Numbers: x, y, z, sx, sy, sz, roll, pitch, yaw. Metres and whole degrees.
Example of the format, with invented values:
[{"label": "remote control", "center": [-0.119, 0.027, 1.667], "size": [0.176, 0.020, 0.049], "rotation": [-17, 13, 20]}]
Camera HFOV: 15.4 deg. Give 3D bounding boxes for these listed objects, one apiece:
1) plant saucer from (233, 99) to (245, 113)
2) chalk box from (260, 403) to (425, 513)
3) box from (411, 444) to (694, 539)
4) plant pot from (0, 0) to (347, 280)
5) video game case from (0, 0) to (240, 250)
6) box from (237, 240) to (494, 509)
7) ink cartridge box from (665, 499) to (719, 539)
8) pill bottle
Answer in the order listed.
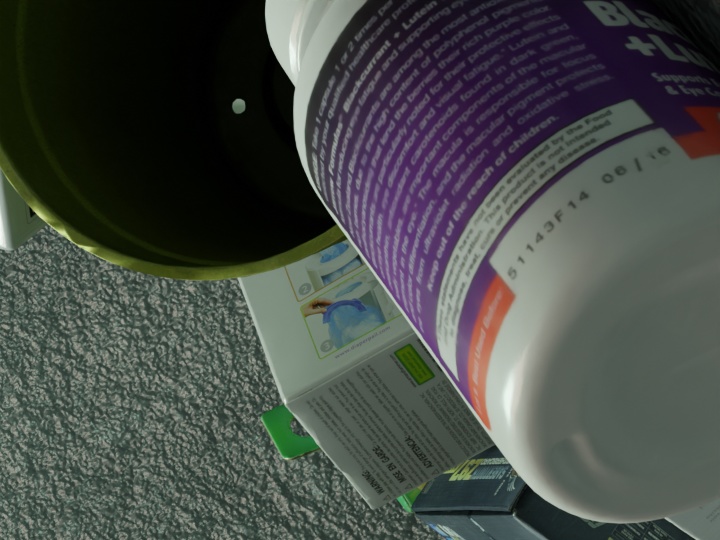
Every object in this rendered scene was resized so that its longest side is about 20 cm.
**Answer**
[{"label": "plant saucer", "center": [-0.071, -0.122, 1.286], "size": [0.200, 0.200, 0.050], "rotation": [56, -158, -22]}, {"label": "chalk box", "center": [0.031, 0.063, 1.727], "size": [0.124, 0.200, 0.124], "rotation": [57, 179, -34]}, {"label": "box", "center": [0.135, 0.161, 1.336], "size": [0.200, 0.051, 0.158], "rotation": [38, 165, -11]}, {"label": "plant pot", "center": [-0.034, -0.091, 1.092], "size": [0.201, 0.200, 0.193], "rotation": [56, -170, 11]}, {"label": "video game case", "center": [-0.103, -0.133, 1.138], "size": [0.022, 0.200, 0.183], "rotation": [21, 133, 28]}, {"label": "box", "center": [0.000, 0.000, 1.348], "size": [0.113, 0.101, 0.200], "rotation": [53, -169, -47]}, {"label": "ink cartridge box", "center": [0.161, 0.080, 1.319], "size": [0.200, 0.047, 0.160], "rotation": [33, -165, -46]}, {"label": "pill bottle", "center": [0.048, -0.032, 0.750], "size": [0.200, 0.111, 0.111], "rotation": [54, 178, 45]}]
